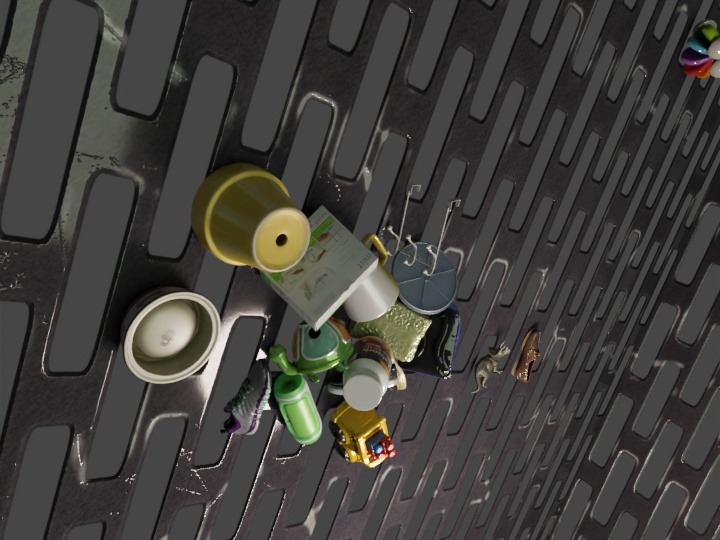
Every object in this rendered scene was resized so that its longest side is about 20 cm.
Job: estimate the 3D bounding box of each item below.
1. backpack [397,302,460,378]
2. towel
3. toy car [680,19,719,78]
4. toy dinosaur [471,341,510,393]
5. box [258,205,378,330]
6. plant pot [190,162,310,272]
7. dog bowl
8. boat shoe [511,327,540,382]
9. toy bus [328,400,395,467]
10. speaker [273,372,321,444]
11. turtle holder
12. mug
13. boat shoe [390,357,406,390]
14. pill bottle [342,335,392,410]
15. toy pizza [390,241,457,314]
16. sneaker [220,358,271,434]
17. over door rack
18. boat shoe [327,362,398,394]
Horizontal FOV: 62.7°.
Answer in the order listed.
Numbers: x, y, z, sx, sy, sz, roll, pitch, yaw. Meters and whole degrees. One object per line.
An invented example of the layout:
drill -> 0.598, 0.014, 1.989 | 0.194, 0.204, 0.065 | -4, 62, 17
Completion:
backpack -> 0.192, 0.171, 1.656 | 0.161, 0.168, 0.202 | 10, 104, 2
towel -> 0.075, 0.144, 1.559 | 0.198, 0.037, 0.150 | 25, 103, -6
toy car -> 1.229, -0.777, 2.115 | 0.149, 0.176, 0.200 | -25, 139, 18
toy dinosaur -> 0.429, 0.334, 2.035 | 0.199, 0.077, 0.103 | -38, 121, -14
box -> -0.090, -0.005, 1.290 | 0.200, 0.176, 0.097 | -46, 172, -14
plant pot -> -0.200, -0.089, 1.152 | 0.199, 0.188, 0.203 | -21, 125, -33
dog bowl -> -0.384, 0.120, 1.179 | 0.199, 0.074, 0.202 | -21, 125, -33
boat shoe -> 0.632, 0.316, 2.196 | 0.070, 0.070, 0.202 | 5, 107, -42
toy bus -> 0.023, 0.474, 1.647 | 0.135, 0.191, 0.202 | -32, 131, -27
speaker -> -0.157, 0.350, 1.496 | 0.088, 0.088, 0.202 | -33, 130, -24
turtle holder -> -0.113, 0.181, 1.427 | 0.141, 0.184, 0.133 | -44, 116, -62
mug -> -0.007, 0.007, 1.439 | 0.148, 0.187, 0.154 | -26, 125, 12
boat shoe -> 0.072, 0.271, 1.675 | 0.062, 0.073, 0.201 | -35, 120, -15
pill bottle -> 0.017, 0.253, 1.465 | 0.200, 0.115, 0.118 | -69, 171, -70
toy pizza -> 0.168, 0.020, 1.581 | 0.198, 0.032, 0.203 | 7, 69, -20
sneaker -> -0.269, 0.301, 1.380 | 0.087, 0.074, 0.202 | 3, 110, -37
over door rack -> 0.145, -0.108, 1.482 | 0.066, 0.147, 0.202 | 4, 109, -48
boat shoe -> 0.006, 0.289, 1.598 | 0.198, 0.069, 0.057 | -6, 108, -15
